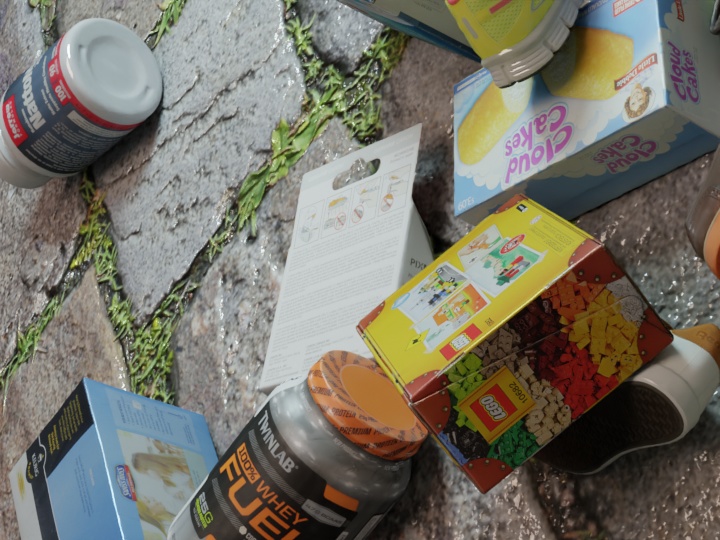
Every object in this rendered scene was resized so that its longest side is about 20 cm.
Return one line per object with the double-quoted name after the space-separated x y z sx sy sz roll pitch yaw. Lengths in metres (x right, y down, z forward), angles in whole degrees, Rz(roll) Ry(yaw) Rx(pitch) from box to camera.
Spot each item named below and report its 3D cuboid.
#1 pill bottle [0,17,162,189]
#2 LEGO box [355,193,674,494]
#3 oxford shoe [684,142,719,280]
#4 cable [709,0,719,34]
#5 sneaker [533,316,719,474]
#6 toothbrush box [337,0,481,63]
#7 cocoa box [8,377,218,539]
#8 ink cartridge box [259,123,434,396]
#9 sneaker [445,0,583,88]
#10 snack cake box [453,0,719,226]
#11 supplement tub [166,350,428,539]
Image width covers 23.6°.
-0.310 -0.167 1.813 0.200 0.120 0.120 -33 48 41 "pill bottle"
0.090 0.039 1.093 0.149 0.077 0.200 -39 15 0 "LEGO box"
0.258 -0.090 1.045 0.200 0.071 0.073 -58 31 15 "oxford shoe"
0.273 -0.225 1.141 0.097 0.050 0.200 128 158 -51 "cable"
0.164 0.077 1.103 0.085 0.073 0.200 -44 14 -29 "sneaker"
0.031 -0.239 1.364 0.200 0.146 0.085 34 100 54 "toothbrush box"
-0.194 0.213 1.436 0.131 0.133 0.200 -51 38 23 "cocoa box"
0.000 0.000 1.374 0.163 0.057 0.200 -19 49 48 "ink cartridge box"
0.121 -0.223 1.189 0.078 0.090 0.200 -24 31 49 "sneaker"
0.155 -0.110 1.196 0.200 0.067 0.115 -28 50 43 "snack cake box"
-0.045 0.162 1.273 0.200 0.123 0.123 -53 37 21 "supplement tub"
